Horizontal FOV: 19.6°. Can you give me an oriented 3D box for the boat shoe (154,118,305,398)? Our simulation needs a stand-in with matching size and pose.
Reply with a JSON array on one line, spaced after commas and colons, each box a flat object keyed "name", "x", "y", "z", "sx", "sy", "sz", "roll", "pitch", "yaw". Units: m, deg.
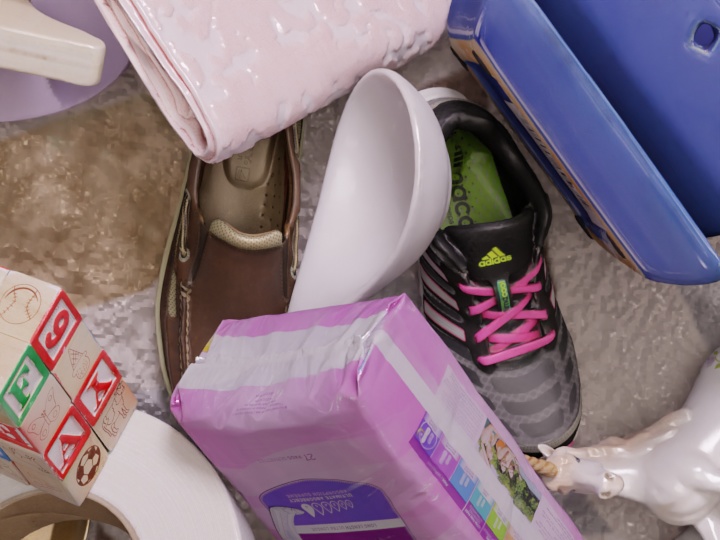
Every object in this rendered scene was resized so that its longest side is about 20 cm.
[{"name": "boat shoe", "x": -0.065, "y": -0.011, "z": 1.045, "sx": 0.074, "sy": 0.075, "sz": 0.204, "roll": 2, "pitch": 87, "yaw": -5}]

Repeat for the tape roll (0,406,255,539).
[{"name": "tape roll", "x": -0.144, "y": 0.158, "z": 0.972, "sx": 0.201, "sy": 0.037, "sz": 0.204, "roll": -7, "pitch": 59, "yaw": 12}]

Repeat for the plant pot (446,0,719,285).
[{"name": "plant pot", "x": 0.156, "y": -0.110, "z": 1.006, "sx": 0.179, "sy": 0.200, "sz": 0.200, "roll": -37, "pitch": 98, "yaw": 2}]

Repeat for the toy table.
[{"name": "toy table", "x": -0.209, "y": -0.126, "z": 0.999, "sx": 0.198, "sy": 0.117, "sz": 0.185, "roll": 0, "pitch": 105, "yaw": 3}]

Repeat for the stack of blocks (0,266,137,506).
[{"name": "stack of blocks", "x": -0.215, "y": 0.029, "z": 0.972, "sx": 0.199, "sy": 0.115, "sz": 0.059, "roll": 19, "pitch": 67, "yaw": 22}]

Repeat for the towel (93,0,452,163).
[{"name": "towel", "x": -0.056, "y": -0.167, "z": 1.021, "sx": 0.200, "sy": 0.032, "sz": 0.192, "roll": -32, "pitch": 91, "yaw": -43}]

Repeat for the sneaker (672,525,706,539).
[{"name": "sneaker", "x": 0.135, "y": 0.198, "z": 1.047, "sx": 0.200, "sy": 0.073, "sz": 0.072, "roll": -48, "pitch": 55, "yaw": -4}]

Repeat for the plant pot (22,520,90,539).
[{"name": "plant pot", "x": -0.233, "y": 0.111, "z": 1.048, "sx": 0.198, "sy": 0.027, "sz": 0.202, "roll": 0, "pitch": 87, "yaw": -4}]

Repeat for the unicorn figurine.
[{"name": "unicorn figurine", "x": 0.178, "y": 0.090, "z": 1.047, "sx": 0.137, "sy": 0.074, "sz": 0.200, "roll": 24, "pitch": 44, "yaw": 29}]

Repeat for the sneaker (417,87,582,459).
[{"name": "sneaker", "x": 0.065, "y": 0.001, "z": 1.049, "sx": 0.073, "sy": 0.087, "sz": 0.201, "roll": -16, "pitch": 89, "yaw": -6}]

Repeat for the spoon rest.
[{"name": "spoon rest", "x": 0.000, "y": 0.000, "z": 1.015, "sx": 0.060, "sy": 0.099, "sz": 0.201, "roll": -3, "pitch": 117, "yaw": -23}]

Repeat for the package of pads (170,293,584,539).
[{"name": "package of pads", "x": 0.014, "y": 0.102, "z": 0.983, "sx": 0.200, "sy": 0.120, "sz": 0.076, "roll": 53, "pitch": 49, "yaw": -30}]
